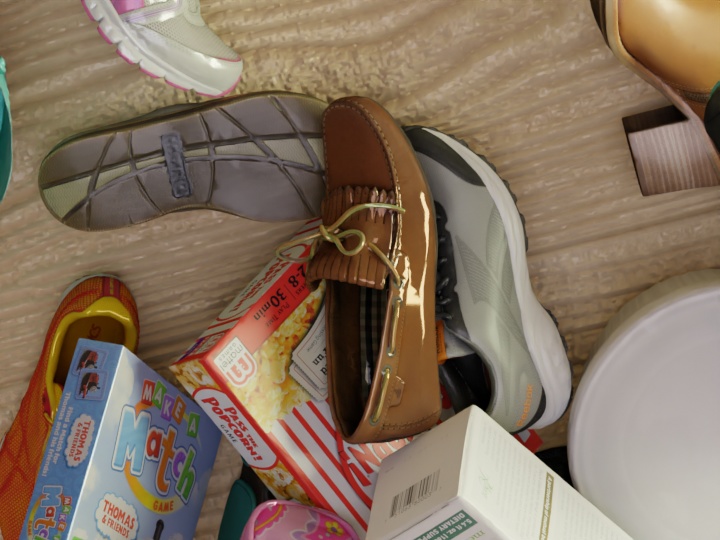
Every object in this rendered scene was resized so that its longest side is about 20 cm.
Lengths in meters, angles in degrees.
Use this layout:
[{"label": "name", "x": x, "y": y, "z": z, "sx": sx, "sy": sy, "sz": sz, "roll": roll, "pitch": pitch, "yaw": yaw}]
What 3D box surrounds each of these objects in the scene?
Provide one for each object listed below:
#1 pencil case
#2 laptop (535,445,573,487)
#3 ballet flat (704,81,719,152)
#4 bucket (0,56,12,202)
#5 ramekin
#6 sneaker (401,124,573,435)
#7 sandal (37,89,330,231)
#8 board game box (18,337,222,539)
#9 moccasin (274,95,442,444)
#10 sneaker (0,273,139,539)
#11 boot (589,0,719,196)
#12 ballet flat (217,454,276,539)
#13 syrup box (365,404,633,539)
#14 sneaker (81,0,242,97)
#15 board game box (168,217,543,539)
[{"label": "pencil case", "x": -0.059, "y": 0.219, "z": 1.631, "sx": 0.087, "sy": 0.088, "sz": 0.200, "roll": 22, "pitch": 136, "yaw": -8}, {"label": "laptop", "x": 0.080, "y": 0.234, "z": 1.759, "sx": 0.176, "sy": 0.103, "sz": 0.201, "roll": -15, "pitch": 81, "yaw": 1}, {"label": "ballet flat", "x": 0.257, "y": -0.038, "z": 1.607, "sx": 0.068, "sy": 0.069, "sz": 0.200, "roll": -30, "pitch": 138, "yaw": 16}, {"label": "bucket", "x": -0.297, "y": -0.088, "z": 1.585, "sx": 0.206, "sy": 0.135, "sz": 0.209, "roll": -1, "pitch": 106, "yaw": -3}, {"label": "ramekin", "x": 0.224, "y": 0.091, "z": 1.680, "sx": 0.201, "sy": 0.094, "sz": 0.204, "roll": -1, "pitch": 106, "yaw": -2}, {"label": "sneaker", "x": 0.060, "y": 0.007, "z": 1.635, "sx": 0.079, "sy": 0.074, "sz": 0.201, "roll": -23, "pitch": 90, "yaw": -39}, {"label": "sandal", "x": -0.094, "y": -0.068, "z": 1.642, "sx": 0.199, "sy": 0.054, "sz": 0.081, "roll": -7, "pitch": 107, "yaw": 1}, {"label": "board game box", "x": -0.149, "y": 0.160, "z": 1.616, "sx": 0.036, "sy": 0.151, "sz": 0.201, "roll": 6, "pitch": 72, "yaw": 24}, {"label": "moccasin", "x": -0.001, "y": 0.000, "z": 1.593, "sx": 0.077, "sy": 0.073, "sz": 0.203, "roll": -6, "pitch": 98, "yaw": -42}, {"label": "sneaker", "x": -0.184, "y": 0.100, "z": 1.675, "sx": 0.073, "sy": 0.077, "sz": 0.201, "roll": 10, "pitch": 107, "yaw": -7}, {"label": "boot", "x": 0.221, "y": -0.147, "z": 1.620, "sx": 0.154, "sy": 0.077, "sz": 0.201, "roll": -16, "pitch": 109, "yaw": 4}, {"label": "ballet flat", "x": -0.050, "y": 0.128, "z": 1.696, "sx": 0.068, "sy": 0.068, "sz": 0.201, "roll": 3, "pitch": 106, "yaw": -15}, {"label": "syrup box", "x": 0.101, "y": 0.178, "z": 1.607, "sx": 0.079, "sy": 0.082, "sz": 0.200, "roll": -33, "pitch": 118, "yaw": 32}, {"label": "sneaker", "x": -0.130, "y": -0.188, "z": 1.592, "sx": 0.088, "sy": 0.081, "sz": 0.200, "roll": -39, "pitch": 105, "yaw": 10}, {"label": "board game box", "x": 0.000, "y": 0.082, "z": 1.651, "sx": 0.200, "sy": 0.046, "sz": 0.152, "roll": 51, "pitch": 59, "yaw": -15}]
